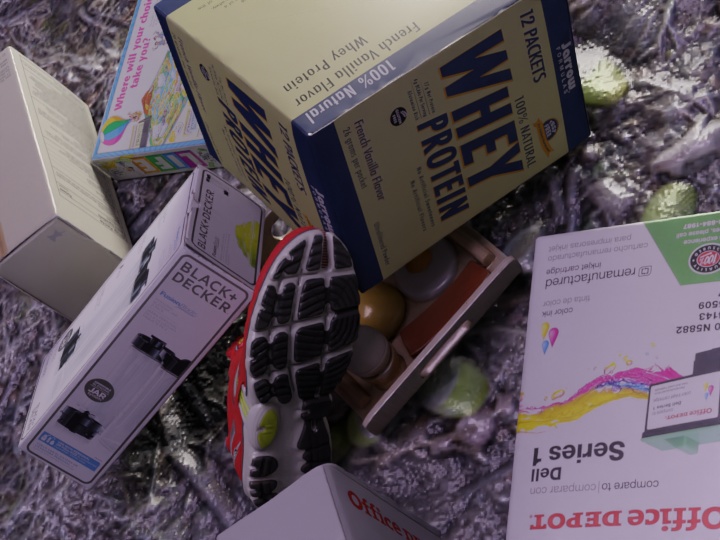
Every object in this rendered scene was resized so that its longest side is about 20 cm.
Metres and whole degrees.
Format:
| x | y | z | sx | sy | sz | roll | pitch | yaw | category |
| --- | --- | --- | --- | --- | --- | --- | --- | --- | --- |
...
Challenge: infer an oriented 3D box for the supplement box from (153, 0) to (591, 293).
| x | y | z | sx | sy | sz | roll | pitch | yaw | category |
| --- | --- | --- | --- | --- | --- | --- | --- | --- | --- |
| 0.009 | -0.131 | 1.090 | 0.199 | 0.135 | 0.200 | -34 | 45 | -16 | supplement box |

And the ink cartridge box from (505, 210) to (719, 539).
| x | y | z | sx | sy | sz | roll | pitch | yaw | category |
| --- | --- | --- | --- | --- | --- | --- | --- | --- | --- |
| 0.168 | 0.078 | 0.928 | 0.144 | 0.084 | 0.202 | -8 | 60 | 31 | ink cartridge box |

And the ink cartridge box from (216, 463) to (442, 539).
| x | y | z | sx | sy | sz | roll | pitch | yaw | category |
| --- | --- | --- | --- | --- | --- | --- | --- | --- | --- |
| 0.015 | 0.227 | 0.906 | 0.086 | 0.146 | 0.201 | -36 | 48 | 14 | ink cartridge box |

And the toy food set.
| x | y | z | sx | sy | sz | roll | pitch | yaw | category |
| --- | --- | --- | --- | --- | --- | --- | --- | --- | --- |
| 0.000 | 0.000 | 1.109 | 0.144 | 0.060 | 0.200 | -49 | 48 | 1 | toy food set |

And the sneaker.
| x | y | z | sx | sy | sz | roll | pitch | yaw | category |
| --- | --- | --- | --- | --- | --- | --- | --- | --- | --- |
| -0.057 | 0.056 | 1.054 | 0.085 | 0.076 | 0.202 | 47 | 134 | 47 | sneaker |

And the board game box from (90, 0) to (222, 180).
| x | y | z | sx | sy | sz | roll | pitch | yaw | category |
| --- | --- | --- | --- | --- | --- | --- | --- | --- | --- |
| -0.131 | -0.173 | 1.321 | 0.133 | 0.034 | 0.202 | -4 | 62 | 33 | board game box |

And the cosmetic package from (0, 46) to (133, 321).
| x | y | z | sx | sy | sz | roll | pitch | yaw | category |
| --- | --- | --- | --- | --- | --- | --- | --- | --- | --- |
| -0.248 | -0.068 | 1.297 | 0.071 | 0.105 | 0.201 | -36 | 47 | 14 | cosmetic package |

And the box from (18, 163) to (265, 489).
| x | y | z | sx | sy | sz | roll | pitch | yaw | category |
| --- | --- | --- | --- | --- | --- | --- | --- | --- | --- |
| -0.147 | 0.038 | 1.129 | 0.200 | 0.060 | 0.117 | -49 | 19 | 22 | box |
